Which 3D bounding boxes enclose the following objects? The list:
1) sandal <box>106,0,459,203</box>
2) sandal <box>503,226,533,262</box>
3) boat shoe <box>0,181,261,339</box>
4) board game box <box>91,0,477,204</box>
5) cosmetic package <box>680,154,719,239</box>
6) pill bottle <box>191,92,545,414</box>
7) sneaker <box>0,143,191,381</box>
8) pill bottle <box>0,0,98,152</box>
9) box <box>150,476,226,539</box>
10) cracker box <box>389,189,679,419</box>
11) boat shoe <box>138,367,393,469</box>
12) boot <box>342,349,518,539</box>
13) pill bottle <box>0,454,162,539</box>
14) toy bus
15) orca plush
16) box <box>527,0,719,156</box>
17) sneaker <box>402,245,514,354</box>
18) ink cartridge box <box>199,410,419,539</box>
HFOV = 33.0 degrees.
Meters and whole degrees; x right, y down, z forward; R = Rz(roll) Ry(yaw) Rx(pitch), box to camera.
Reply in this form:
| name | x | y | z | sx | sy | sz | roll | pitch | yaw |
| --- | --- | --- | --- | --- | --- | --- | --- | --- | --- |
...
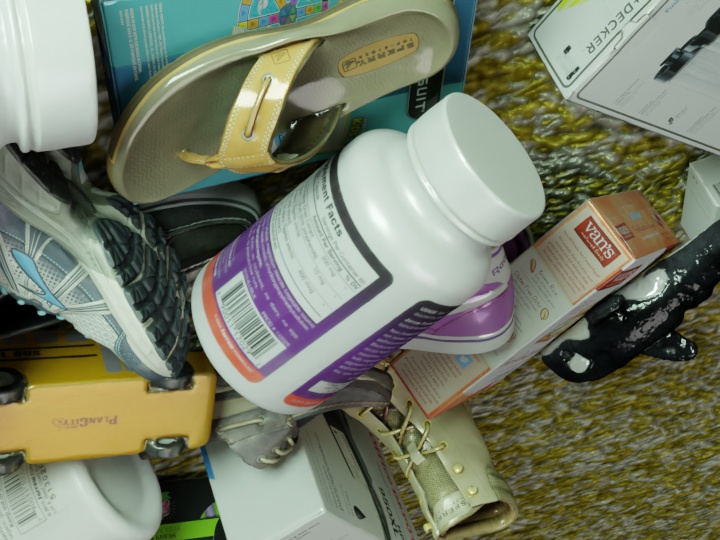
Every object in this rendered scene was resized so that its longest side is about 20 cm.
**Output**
| name | x | y | z | sx | sy | sz | roll | pitch | yaw |
| --- | --- | --- | --- | --- | --- | --- | --- | --- | --- |
| sandal | -0.037 | -0.083 | 0.619 | 0.199 | 0.054 | 0.080 | -22 | 147 | -1 |
| sandal | 0.077 | -0.035 | 0.843 | 0.082 | 0.050 | 0.202 | -34 | 147 | 17 |
| boat shoe | -0.153 | -0.002 | 0.746 | 0.199 | 0.057 | 0.069 | -15 | 146 | -12 |
| board game box | -0.038 | -0.121 | 0.657 | 0.199 | 0.047 | 0.151 | -14 | 146 | -13 |
| cosmetic package | 0.353 | -0.077 | 0.948 | 0.199 | 0.051 | 0.083 | -20 | 144 | -4 |
| pill bottle | 0.004 | -0.010 | 0.700 | 0.200 | 0.112 | 0.111 | -37 | 145 | 30 |
| sneaker | -0.170 | -0.013 | 0.681 | 0.086 | 0.078 | 0.200 | -23 | 119 | 21 |
| pill bottle | -0.223 | -0.090 | 0.531 | 0.199 | 0.114 | 0.114 | -10 | 145 | -19 |
| box | -0.145 | 0.271 | 1.049 | 0.199 | 0.149 | 0.125 | 0 | 142 | -31 |
| cracker box | 0.132 | 0.024 | 0.909 | 0.200 | 0.058 | 0.134 | -42 | 167 | 26 |
| boat shoe | -0.072 | 0.104 | 0.874 | 0.199 | 0.074 | 0.074 | -5 | 176 | 13 |
| boot | 0.038 | 0.131 | 0.955 | 0.073 | 0.156 | 0.200 | -39 | 143 | 23 |
| pill bottle | -0.258 | 0.193 | 0.904 | 0.199 | 0.115 | 0.114 | -31 | 146 | 12 |
| toy bus | -0.199 | 0.082 | 0.797 | 0.199 | 0.078 | 0.065 | -3 | 119 | -22 |
| orca plush | 0.235 | 0.032 | 0.914 | 0.200 | 0.071 | 0.105 | -36 | 169 | 3 |
| box | 0.216 | -0.144 | 0.766 | 0.199 | 0.060 | 0.117 | 9 | 135 | -40 |
| sneaker | 0.000 | -0.001 | 0.809 | 0.199 | 0.073 | 0.115 | -5 | 138 | 8 |
| ink cartridge box | -0.039 | 0.174 | 0.980 | 0.084 | 0.145 | 0.200 | -30 | 146 | 11 |
